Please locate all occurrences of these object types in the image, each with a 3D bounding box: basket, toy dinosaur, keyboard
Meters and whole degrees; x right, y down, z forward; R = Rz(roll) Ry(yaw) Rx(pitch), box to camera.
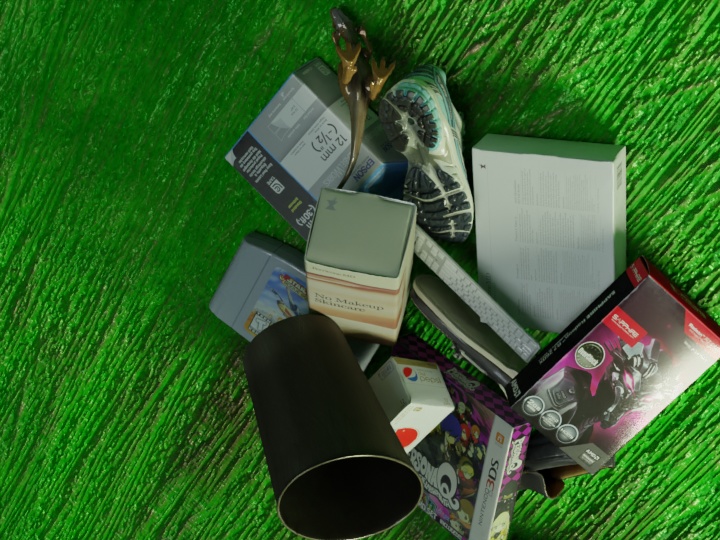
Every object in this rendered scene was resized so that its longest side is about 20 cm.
[{"bbox_3d":[-0.040,0.156,1.559,0.136,0.180,0.200,-38,50,18],"label":"basket"},{"bbox_3d":[-0.001,-0.180,1.528,0.060,0.201,0.106,2,162,-7],"label":"toy dinosaur"},{"bbox_3d":[0.110,0.018,1.574,0.200,0.011,0.056,45,166,9],"label":"keyboard"}]

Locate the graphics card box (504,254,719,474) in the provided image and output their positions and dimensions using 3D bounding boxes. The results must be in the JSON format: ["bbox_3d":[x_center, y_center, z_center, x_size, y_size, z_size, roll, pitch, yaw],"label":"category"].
[{"bbox_3d":[0.258,0.098,1.526,0.125,0.051,0.200,40,107,-18],"label":"graphics card box"}]

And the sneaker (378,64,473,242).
[{"bbox_3d":[0.086,-0.120,1.550,0.077,0.086,0.200,7,131,28],"label":"sneaker"}]

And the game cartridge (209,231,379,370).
[{"bbox_3d":[-0.072,0.050,1.746,0.200,0.042,0.133,36,129,8],"label":"game cartridge"}]

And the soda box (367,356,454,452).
[{"bbox_3d":[0.013,0.178,1.659,0.200,0.068,0.064,-47,49,35],"label":"soda box"}]

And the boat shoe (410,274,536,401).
[{"bbox_3d":[0.123,0.087,1.638,0.200,0.073,0.063,40,123,-1],"label":"boat shoe"}]

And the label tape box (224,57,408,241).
[{"bbox_3d":[-0.029,-0.107,1.626,0.200,0.066,0.143,46,126,2],"label":"label tape box"}]

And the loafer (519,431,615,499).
[{"bbox_3d":[0.195,0.216,1.650,0.200,0.073,0.072,-38,53,37],"label":"loafer"}]

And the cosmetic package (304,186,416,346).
[{"bbox_3d":[0.000,0.000,1.577,0.103,0.087,0.200,11,158,6],"label":"cosmetic package"}]

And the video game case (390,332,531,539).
[{"bbox_3d":[0.098,0.194,1.676,0.200,0.036,0.182,36,128,40],"label":"video game case"}]

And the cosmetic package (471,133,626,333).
[{"bbox_3d":[0.195,-0.035,1.552,0.150,0.052,0.201,7,117,23],"label":"cosmetic package"}]
